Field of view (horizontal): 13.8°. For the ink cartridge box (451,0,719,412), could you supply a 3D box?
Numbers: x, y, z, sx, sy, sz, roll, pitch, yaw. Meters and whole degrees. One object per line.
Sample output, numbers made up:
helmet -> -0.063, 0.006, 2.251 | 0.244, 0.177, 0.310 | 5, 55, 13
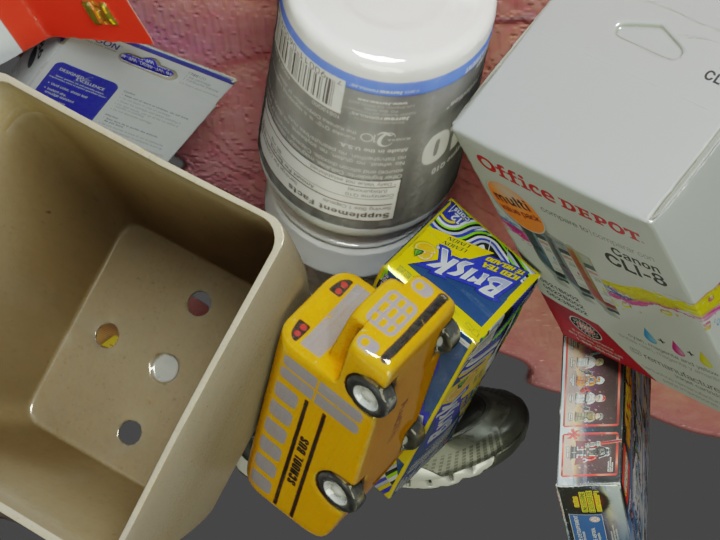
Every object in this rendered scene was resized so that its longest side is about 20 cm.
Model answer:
ink cartridge box -> 0.168, -0.047, 1.565 | 0.145, 0.145, 0.200 | 27, 160, 38

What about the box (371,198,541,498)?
box -> 0.033, 0.047, 1.668 | 0.070, 0.064, 0.200 | 40, 148, 9

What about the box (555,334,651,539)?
box -> 0.144, 0.076, 1.733 | 0.040, 0.201, 0.137 | -2, 144, 11

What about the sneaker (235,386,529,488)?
sneaker -> 0.006, 0.093, 1.885 | 0.199, 0.067, 0.091 | -3, 146, 13

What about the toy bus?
toy bus -> -0.007, 0.068, 1.615 | 0.078, 0.065, 0.200 | 38, 149, 14

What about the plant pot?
plant pot -> -0.138, 0.041, 1.620 | 0.199, 0.201, 0.177 | 28, 177, 21

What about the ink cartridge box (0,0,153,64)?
ink cartridge box -> -0.228, -0.154, 1.538 | 0.199, 0.047, 0.160 | 5, 148, 29

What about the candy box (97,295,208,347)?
candy box -> -0.204, 0.054, 1.860 | 0.199, 0.056, 0.115 | -28, 134, 37

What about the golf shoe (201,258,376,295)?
golf shoe -> 0.000, 0.000, 1.760 | 0.199, 0.079, 0.097 | 20, 136, -36

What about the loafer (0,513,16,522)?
loafer -> -0.263, 0.135, 1.971 | 0.199, 0.072, 0.063 | 20, 146, -26

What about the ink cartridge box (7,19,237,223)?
ink cartridge box -> -0.154, -0.085, 1.677 | 0.099, 0.039, 0.200 | 21, 142, -22

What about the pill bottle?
pill bottle -> 0.004, -0.091, 1.589 | 0.113, 0.114, 0.200 | 6, 145, -4
